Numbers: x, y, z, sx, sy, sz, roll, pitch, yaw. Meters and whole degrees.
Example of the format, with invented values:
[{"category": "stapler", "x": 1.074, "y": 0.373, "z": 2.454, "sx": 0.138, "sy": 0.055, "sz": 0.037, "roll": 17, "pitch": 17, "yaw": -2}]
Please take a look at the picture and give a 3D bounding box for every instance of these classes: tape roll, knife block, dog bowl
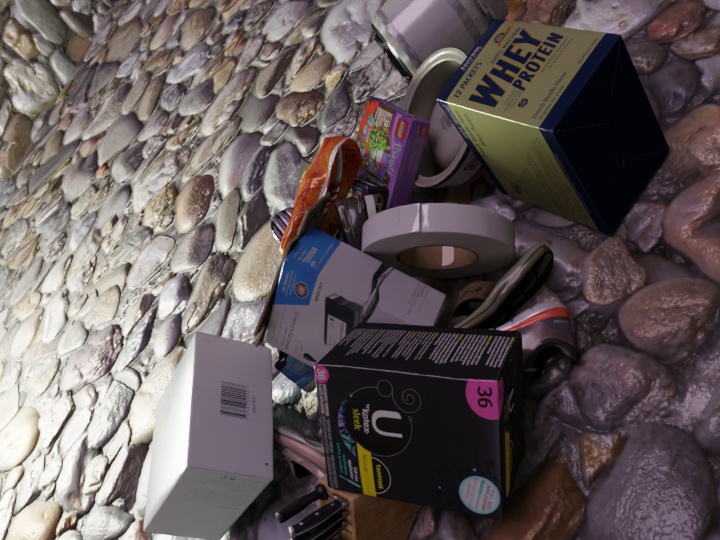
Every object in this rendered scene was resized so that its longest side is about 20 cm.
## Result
[{"category": "tape roll", "x": 0.098, "y": -0.033, "z": 0.907, "sx": 0.199, "sy": 0.201, "sz": 0.038, "roll": -9, "pitch": 71, "yaw": 37}, {"category": "knife block", "x": -0.006, "y": 0.253, "z": 0.809, "sx": 0.063, "sy": 0.175, "sz": 0.204, "roll": 12, "pitch": 69, "yaw": 44}, {"category": "dog bowl", "x": 0.136, "y": -0.216, "z": 1.055, "sx": 0.199, "sy": 0.072, "sz": 0.207, "roll": -21, "pitch": 66, "yaw": 57}]

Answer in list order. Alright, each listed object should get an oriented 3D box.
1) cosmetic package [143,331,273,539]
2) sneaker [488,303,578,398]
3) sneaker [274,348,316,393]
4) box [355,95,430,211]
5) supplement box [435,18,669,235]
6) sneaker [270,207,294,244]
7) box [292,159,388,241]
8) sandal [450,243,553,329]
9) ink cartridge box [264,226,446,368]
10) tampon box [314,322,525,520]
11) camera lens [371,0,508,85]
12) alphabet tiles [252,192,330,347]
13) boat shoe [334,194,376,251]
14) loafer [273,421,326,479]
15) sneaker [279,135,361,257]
[{"category": "cosmetic package", "x": -0.213, "y": 0.235, "z": 1.002, "sx": 0.201, "sy": 0.120, "sz": 0.203, "roll": -54, "pitch": 31, "yaw": 40}, {"category": "sneaker", "x": 0.164, "y": 0.115, "z": 0.837, "sx": 0.198, "sy": 0.077, "sz": 0.083, "roll": -33, "pitch": 49, "yaw": 20}, {"category": "sneaker", "x": -0.092, "y": 0.077, "z": 1.071, "sx": 0.078, "sy": 0.089, "sz": 0.203, "roll": -41, "pitch": 35, "yaw": 32}, {"category": "box", "x": 0.031, "y": -0.150, "z": 1.107, "sx": 0.137, "sy": 0.038, "sz": 0.205, "roll": 40, "pitch": 121, "yaw": 50}, {"category": "supplement box", "x": 0.237, "y": -0.181, "z": 0.889, "sx": 0.135, "sy": 0.200, "sz": 0.199, "roll": -51, "pitch": 40, "yaw": -6}, {"category": "sneaker", "x": -0.062, "y": -0.003, "z": 1.086, "sx": 0.073, "sy": 0.088, "sz": 0.202, "roll": -31, "pitch": 69, "yaw": -8}, {"category": "box", "x": -0.042, "y": -0.074, "z": 1.132, "sx": 0.199, "sy": 0.048, "sz": 0.166, "roll": 30, "pitch": 115, "yaw": 49}, {"category": "sandal", "x": 0.157, "y": 0.039, "z": 0.892, "sx": 0.200, "sy": 0.080, "sz": 0.057, "roll": -43, "pitch": 58, "yaw": -6}, {"category": "ink cartridge box", "x": -0.008, "y": 0.061, "z": 0.900, "sx": 0.085, "sy": 0.196, "sz": 0.147, "roll": -55, "pitch": -11, "yaw": -51}, {"category": "tampon box", "x": 0.069, "y": 0.152, "z": 0.770, "sx": 0.195, "sy": 0.154, "sz": 0.126, "roll": 1, "pitch": 18, "yaw": 24}, {"category": "camera lens", "x": 0.127, "y": -0.415, "z": 1.194, "sx": 0.199, "sy": 0.160, "sz": 0.162, "roll": -40, "pitch": 41, "yaw": 12}, {"category": "alphabet tiles", "x": -0.089, "y": -0.002, "z": 0.945, "sx": 0.167, "sy": 0.006, "sz": 0.204, "roll": -56, "pitch": -10, "yaw": -67}, {"category": "boat shoe", "x": 0.000, "y": 0.000, "z": 1.003, "sx": 0.059, "sy": 0.072, "sz": 0.208, "roll": -5, "pitch": 84, "yaw": -1}, {"category": "loafer", "x": -0.069, "y": 0.254, "z": 0.953, "sx": 0.196, "sy": 0.071, "sz": 0.064, "roll": 9, "pitch": 73, "yaw": 42}, {"category": "sneaker", "x": -0.063, "y": -0.102, "z": 1.052, "sx": 0.076, "sy": 0.073, "sz": 0.204, "roll": 14, "pitch": 72, "yaw": 51}]
